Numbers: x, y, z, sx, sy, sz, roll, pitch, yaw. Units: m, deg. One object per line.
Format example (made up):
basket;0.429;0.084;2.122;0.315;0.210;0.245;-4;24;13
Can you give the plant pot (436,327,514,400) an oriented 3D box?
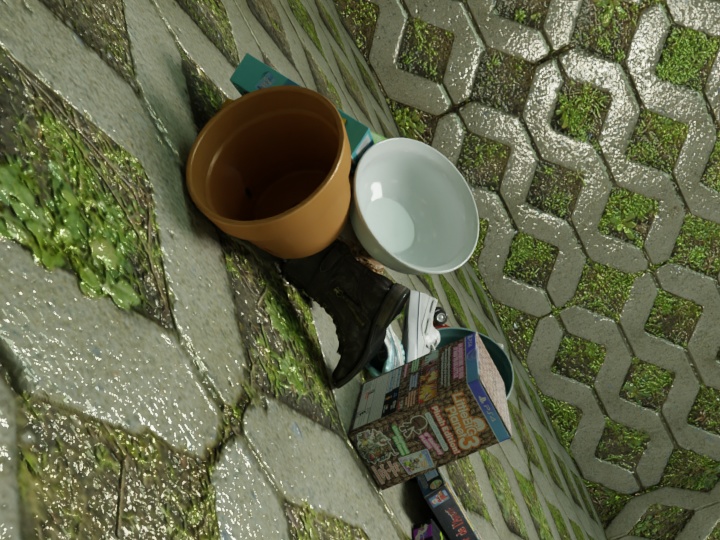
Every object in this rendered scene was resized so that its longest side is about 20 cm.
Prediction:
plant pot;0.168;0.222;1.284;0.201;0.199;0.135;-101;-174;-46

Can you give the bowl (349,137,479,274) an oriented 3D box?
bowl;0.059;-0.074;0.985;0.200;0.090;0.202;13;62;-27

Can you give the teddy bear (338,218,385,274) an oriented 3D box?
teddy bear;-0.050;-0.055;1.117;0.199;0.067;0.146;27;47;-25

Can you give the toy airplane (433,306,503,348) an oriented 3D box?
toy airplane;0.212;0.185;1.547;0.200;0.142;0.199;26;6;-46

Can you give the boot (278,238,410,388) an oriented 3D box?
boot;-0.040;0.044;0.978;0.174;0.201;0.069;34;23;10

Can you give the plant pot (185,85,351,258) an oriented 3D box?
plant pot;-0.096;-0.108;0.888;0.140;0.199;0.201;60;11;-59

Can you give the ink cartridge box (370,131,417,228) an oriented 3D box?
ink cartridge box;0.053;-0.115;1.155;0.145;0.084;0.201;11;48;-56

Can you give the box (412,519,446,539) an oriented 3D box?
box;0.122;0.463;0.967;0.143;0.036;0.200;58;17;-23

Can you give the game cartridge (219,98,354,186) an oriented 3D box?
game cartridge;-0.100;-0.176;1.051;0.200;0.033;0.176;31;2;-33

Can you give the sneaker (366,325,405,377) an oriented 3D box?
sneaker;0.013;0.084;1.153;0.201;0.077;0.086;64;18;1

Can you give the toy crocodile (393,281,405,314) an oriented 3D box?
toy crocodile;0.069;0.058;1.414;0.068;0.062;0.200;64;14;-1

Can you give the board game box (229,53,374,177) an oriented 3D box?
board game box;-0.073;-0.208;1.005;0.199;0.047;0.151;33;-3;10

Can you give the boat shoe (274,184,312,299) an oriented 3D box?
boat shoe;-0.076;-0.033;1.021;0.200;0.060;0.076;52;58;-15

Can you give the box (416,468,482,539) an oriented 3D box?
box;0.146;0.385;1.109;0.201;0.038;0.137;60;-1;-14

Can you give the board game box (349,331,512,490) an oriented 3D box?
board game box;0.100;0.196;1.017;0.097;0.199;0.160;60;15;-12

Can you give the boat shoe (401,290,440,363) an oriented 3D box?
boat shoe;0.108;0.116;1.247;0.074;0.065;0.201;105;-5;-50
